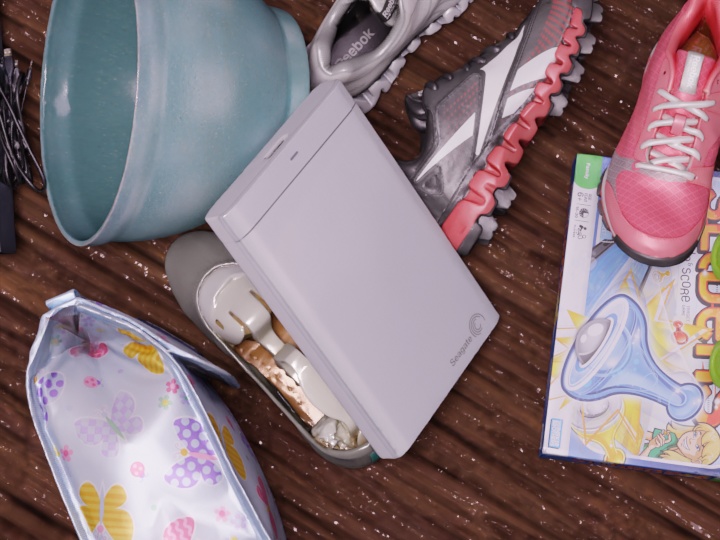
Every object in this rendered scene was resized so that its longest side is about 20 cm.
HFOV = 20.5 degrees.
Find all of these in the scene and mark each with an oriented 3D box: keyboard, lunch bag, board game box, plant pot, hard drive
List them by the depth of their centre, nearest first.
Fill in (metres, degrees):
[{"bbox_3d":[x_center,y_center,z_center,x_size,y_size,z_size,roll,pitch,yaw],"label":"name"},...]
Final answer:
[{"bbox_3d":[-0.127,0.109,1.241,0.126,0.170,0.201,-27,81,-2],"label":"lunch bag"},{"bbox_3d":[0.000,0.000,1.254,0.132,0.027,0.201,-51,119,-32],"label":"hard drive"},{"bbox_3d":[-0.114,-0.113,1.279,0.133,0.200,0.202,3,80,-25],"label":"plant pot"},{"bbox_3d":[0.195,0.032,1.317,0.134,0.034,0.202,7,81,2],"label":"board game box"},{"bbox_3d":[-0.266,-0.108,1.329,0.103,0.040,0.202,-10,81,19],"label":"keyboard"}]

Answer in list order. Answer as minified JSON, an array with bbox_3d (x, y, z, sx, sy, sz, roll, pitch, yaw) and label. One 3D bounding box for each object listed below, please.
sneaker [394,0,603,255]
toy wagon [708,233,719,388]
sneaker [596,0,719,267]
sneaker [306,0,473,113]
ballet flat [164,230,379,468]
[{"bbox_3d":[0.085,-0.115,1.323,0.097,0.071,0.202,30,84,3],"label":"sneaker"},{"bbox_3d":[0.296,0.055,1.289,0.154,0.040,0.202,6,83,-20],"label":"toy wagon"},{"bbox_3d":[0.200,-0.098,1.282,0.073,0.087,0.201,13,58,7],"label":"sneaker"},{"bbox_3d":[0.031,-0.190,1.332,0.075,0.081,0.201,35,82,8],"label":"sneaker"},{"bbox_3d":[-0.053,0.045,1.303,0.067,0.064,0.200,-42,83,-6],"label":"ballet flat"}]
